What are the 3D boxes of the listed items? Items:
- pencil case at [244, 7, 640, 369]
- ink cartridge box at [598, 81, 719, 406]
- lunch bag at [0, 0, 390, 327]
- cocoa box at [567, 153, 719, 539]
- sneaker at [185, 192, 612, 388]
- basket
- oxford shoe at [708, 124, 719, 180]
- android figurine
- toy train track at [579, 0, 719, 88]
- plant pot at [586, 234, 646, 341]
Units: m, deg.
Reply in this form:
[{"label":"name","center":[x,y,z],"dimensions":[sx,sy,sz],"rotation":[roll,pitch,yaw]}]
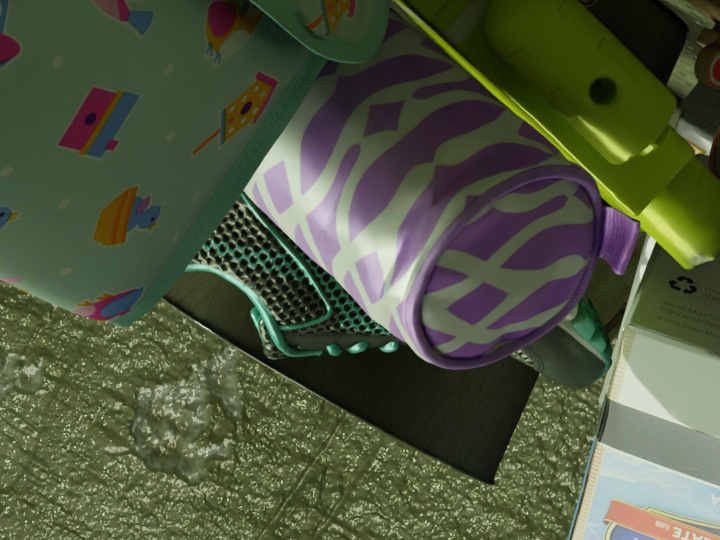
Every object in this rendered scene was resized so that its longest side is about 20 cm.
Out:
[{"label":"pencil case","center":[-0.004,-0.052,0.953],"dimensions":[0.085,0.084,0.200],"rotation":[-11,-136,-36]},{"label":"ink cartridge box","center":[0.209,0.034,1.255],"dimensions":[0.198,0.043,0.200],"rotation":[30,142,16]},{"label":"lunch bag","center":[-0.078,-0.102,0.843],"dimensions":[0.122,0.200,0.170],"rotation":[43,-174,31]},{"label":"cocoa box","center":[0.194,0.066,1.114],"dimensions":[0.199,0.132,0.134],"rotation":[18,-144,10]},{"label":"sneaker","center":[0.000,0.000,1.080],"dimensions":[0.199,0.091,0.078],"rotation":[30,-166,-14]},{"label":"basket","center":[0.035,-0.037,1.182],"dimensions":[0.136,0.201,0.180],"rotation":[30,-179,44]},{"label":"oxford shoe","center":[0.215,-0.007,1.068],"dimensions":[0.200,0.071,0.074],"rotation":[33,-172,37]},{"label":"android figurine","center":[0.050,-0.084,1.003],"dimensions":[0.200,0.041,0.182],"rotation":[44,-177,-14]},{"label":"toy train track","center":[0.077,-0.108,0.969],"dimensions":[0.200,0.033,0.115],"rotation":[32,180,-43]},{"label":"plant pot","center":[0.050,-0.044,1.455],"dimensions":[0.183,0.201,0.200],"rotation":[23,177,28]}]
